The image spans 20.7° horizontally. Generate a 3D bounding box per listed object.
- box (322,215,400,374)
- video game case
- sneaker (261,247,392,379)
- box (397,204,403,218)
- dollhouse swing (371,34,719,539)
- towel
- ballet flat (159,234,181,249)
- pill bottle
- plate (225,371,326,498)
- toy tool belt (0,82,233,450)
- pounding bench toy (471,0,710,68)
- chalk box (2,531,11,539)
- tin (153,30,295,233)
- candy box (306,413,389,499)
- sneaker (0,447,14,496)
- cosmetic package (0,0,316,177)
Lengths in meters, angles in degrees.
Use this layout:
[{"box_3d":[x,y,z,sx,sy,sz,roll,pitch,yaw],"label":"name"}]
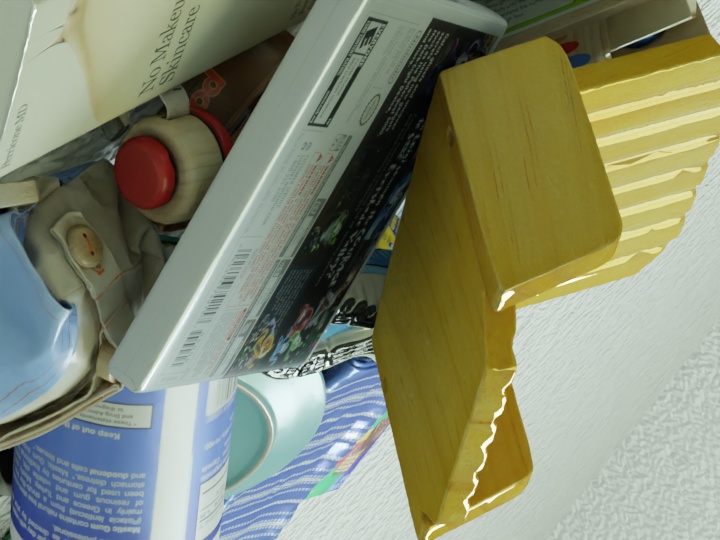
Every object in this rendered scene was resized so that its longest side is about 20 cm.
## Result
[{"box_3d":[-0.033,0.056,1.262,0.200,0.064,0.070,-50,164,22],"label":"box"},{"box_3d":[-0.018,-0.038,0.885,0.201,0.023,0.182,-59,162,12],"label":"video game case"},{"box_3d":[0.000,0.000,1.082,0.199,0.090,0.079,2,135,-50],"label":"sneaker"},{"box_3d":[-0.028,-0.017,1.285,0.156,0.041,0.200,-52,162,22],"label":"box"},{"box_3d":[0.111,0.007,0.957,0.174,0.183,0.201,-2,141,-14],"label":"dollhouse swing"},{"box_3d":[-0.033,0.116,1.254,0.200,0.024,0.145,-50,163,21],"label":"towel"},{"box_3d":[-0.068,0.018,1.121,0.075,0.065,0.199,-10,169,39],"label":"ballet flat"},{"box_3d":[-0.123,0.098,1.016,0.112,0.111,0.202,-27,132,-51],"label":"pill bottle"},{"box_3d":[-0.116,0.088,1.117,0.198,0.026,0.201,-7,141,-5],"label":"plate"},{"box_3d":[-0.150,0.004,0.852,0.200,0.125,0.123,-38,169,38],"label":"toy tool belt"},{"box_3d":[0.073,-0.153,1.053,0.199,0.125,0.156,-22,166,4],"label":"pounding bench toy"},{"box_3d":[-0.175,0.220,1.321,0.125,0.124,0.200,-46,165,-4],"label":"chalk box"},{"box_3d":[-0.069,-0.072,0.964,0.112,0.042,0.200,-55,180,3],"label":"tin"},{"box_3d":[-0.015,0.082,1.493,0.201,0.077,0.169,-53,163,17],"label":"candy box"},{"box_3d":[-0.239,0.120,1.005,0.083,0.081,0.200,-44,166,13],"label":"sneaker"},{"box_3d":[-0.090,-0.127,0.796,0.200,0.073,0.104,-35,161,-40],"label":"cosmetic package"}]
